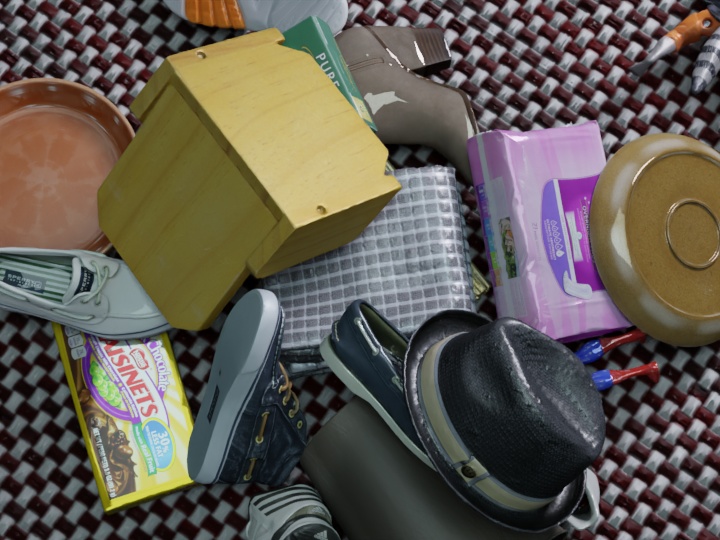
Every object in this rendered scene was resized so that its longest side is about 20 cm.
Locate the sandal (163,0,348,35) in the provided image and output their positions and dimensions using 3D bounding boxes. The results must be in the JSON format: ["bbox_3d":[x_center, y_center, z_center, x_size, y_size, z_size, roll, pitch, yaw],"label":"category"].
[{"bbox_3d":[-0.102,-0.267,1.549,0.206,0.059,0.079,19,104,16],"label":"sandal"}]

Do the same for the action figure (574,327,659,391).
[{"bbox_3d":[0.168,0.105,1.452,0.199,0.052,0.066,-15,70,2],"label":"action figure"}]

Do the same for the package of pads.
[{"bbox_3d":[0.174,-0.034,1.444,0.120,0.076,0.201,-8,85,-28],"label":"package of pads"}]

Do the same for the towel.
[{"bbox_3d":[0.000,0.000,1.445,0.199,0.086,0.166,-10,76,9],"label":"towel"}]

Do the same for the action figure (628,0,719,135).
[{"bbox_3d":[0.382,-0.224,1.513,0.200,0.105,0.194,34,87,11],"label":"action figure"}]

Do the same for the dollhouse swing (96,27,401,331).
[{"bbox_3d":[-0.107,-0.072,1.427,0.182,0.176,0.200,-23,65,-39],"label":"dollhouse swing"}]

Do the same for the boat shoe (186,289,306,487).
[{"bbox_3d":[-0.083,0.105,1.395,0.091,0.201,0.071,8,31,-24],"label":"boat shoe"}]

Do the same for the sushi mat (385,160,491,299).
[{"bbox_3d":[0.027,-0.031,1.507,0.096,0.012,0.200,-37,77,-7],"label":"sushi mat"}]

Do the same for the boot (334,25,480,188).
[{"bbox_3d":[0.030,-0.144,1.510,0.146,0.070,0.200,-17,67,-6],"label":"boot"}]

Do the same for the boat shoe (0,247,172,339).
[{"bbox_3d":[-0.253,0.019,1.438,0.199,0.067,0.074,4,73,-6],"label":"boat shoe"}]

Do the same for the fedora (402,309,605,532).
[{"bbox_3d":[0.132,0.107,1.289,0.200,0.092,0.201,23,50,-30],"label":"fedora"}]

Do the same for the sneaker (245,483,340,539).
[{"bbox_3d":[-0.084,0.275,1.403,0.076,0.115,0.201,28,108,-20],"label":"sneaker"}]

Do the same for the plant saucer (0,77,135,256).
[{"bbox_3d":[-0.304,-0.085,1.517,0.200,0.032,0.201,0,75,0],"label":"plant saucer"}]

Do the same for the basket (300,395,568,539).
[{"bbox_3d":[0.051,0.206,1.381,0.180,0.136,0.200,-27,67,-41],"label":"basket"}]

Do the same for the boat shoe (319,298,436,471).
[{"bbox_3d":[0.056,0.104,1.345,0.200,0.075,0.062,43,118,16],"label":"boat shoe"}]

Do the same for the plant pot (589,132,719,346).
[{"bbox_3d":[0.298,-0.031,1.452,0.200,0.027,0.201,6,78,-27],"label":"plant pot"}]

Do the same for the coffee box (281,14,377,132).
[{"bbox_3d":[-0.095,-0.136,1.487,0.200,0.044,0.123,-30,74,16],"label":"coffee box"}]

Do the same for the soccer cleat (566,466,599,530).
[{"bbox_3d":[0.142,0.145,1.387,0.069,0.085,0.200,-38,104,9],"label":"soccer cleat"}]

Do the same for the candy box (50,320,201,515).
[{"bbox_3d":[-0.213,0.113,1.465,0.102,0.026,0.200,-17,75,-8],"label":"candy box"}]
